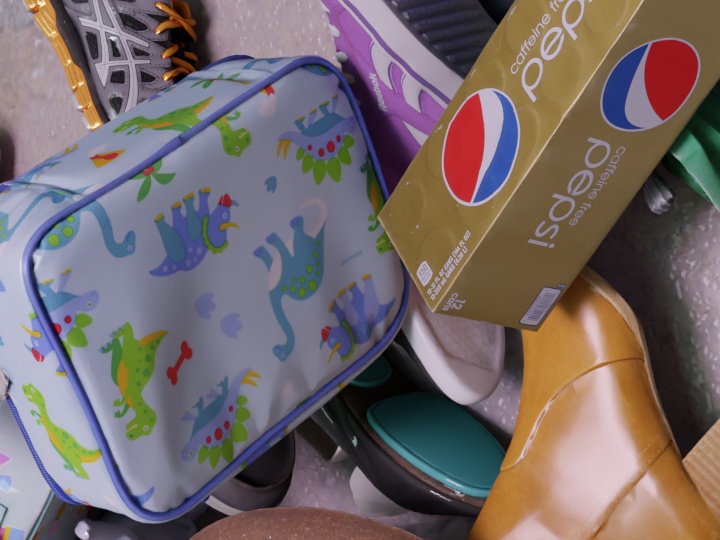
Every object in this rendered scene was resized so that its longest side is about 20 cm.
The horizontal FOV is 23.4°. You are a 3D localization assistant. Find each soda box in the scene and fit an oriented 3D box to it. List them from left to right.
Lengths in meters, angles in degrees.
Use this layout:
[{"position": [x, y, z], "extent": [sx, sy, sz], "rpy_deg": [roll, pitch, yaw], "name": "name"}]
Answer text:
[{"position": [0.090, -0.072, 0.723], "extent": [0.200, 0.064, 0.068], "rpy_deg": [-57, 41, 27], "name": "soda box"}]

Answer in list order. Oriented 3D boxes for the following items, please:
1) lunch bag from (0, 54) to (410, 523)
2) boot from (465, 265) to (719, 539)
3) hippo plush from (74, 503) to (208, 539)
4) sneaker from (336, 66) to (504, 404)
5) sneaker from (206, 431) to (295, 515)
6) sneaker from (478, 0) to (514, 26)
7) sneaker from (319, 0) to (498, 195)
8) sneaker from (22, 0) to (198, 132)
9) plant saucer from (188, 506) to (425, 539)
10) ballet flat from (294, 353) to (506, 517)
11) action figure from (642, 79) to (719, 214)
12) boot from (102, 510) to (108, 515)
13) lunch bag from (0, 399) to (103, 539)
[{"position": [-0.073, 0.007, 0.775], "extent": [0.082, 0.200, 0.161], "rpy_deg": [6, 125, 47], "name": "lunch bag"}, {"position": [0.087, 0.077, 0.806], "extent": [0.201, 0.071, 0.144], "rpy_deg": [42, 92, 21], "name": "boot"}, {"position": [-0.076, 0.183, 0.960], "extent": [0.160, 0.160, 0.200], "rpy_deg": [28, 131, 2], "name": "hippo plush"}, {"position": [0.000, 0.000, 0.904], "extent": [0.099, 0.070, 0.201], "rpy_deg": [-46, 62, 36], "name": "sneaker"}, {"position": [-0.070, 0.022, 0.879], "extent": [0.106, 0.075, 0.201], "rpy_deg": [-33, 76, 49], "name": "sneaker"}, {"position": [0.032, -0.200, 0.852], "extent": [0.108, 0.070, 0.201], "rpy_deg": [-30, 79, 35], "name": "sneaker"}, {"position": [0.004, -0.096, 0.814], "extent": [0.114, 0.073, 0.201], "rpy_deg": [-17, 128, 35], "name": "sneaker"}, {"position": [-0.124, -0.121, 0.989], "extent": [0.077, 0.078, 0.201], "rpy_deg": [-35, 80, 15], "name": "sneaker"}, {"position": [-0.010, 0.198, 0.817], "extent": [0.199, 0.037, 0.201], "rpy_deg": [11, 128, 15], "name": "plant saucer"}, {"position": [0.008, 0.082, 0.909], "extent": [0.200, 0.068, 0.069], "rpy_deg": [43, 130, 39], "name": "ballet flat"}, {"position": [0.153, -0.054, 0.761], "extent": [0.200, 0.118, 0.055], "rpy_deg": [39, 130, 39], "name": "action figure"}, {"position": [-0.139, 0.063, 1.002], "extent": [0.155, 0.076, 0.201], "rpy_deg": [-9, 72, 52], "name": "boot"}, {"position": [-0.190, 0.133, 0.900], "extent": [0.077, 0.160, 0.201], "rpy_deg": [27, 110, 5], "name": "lunch bag"}]
